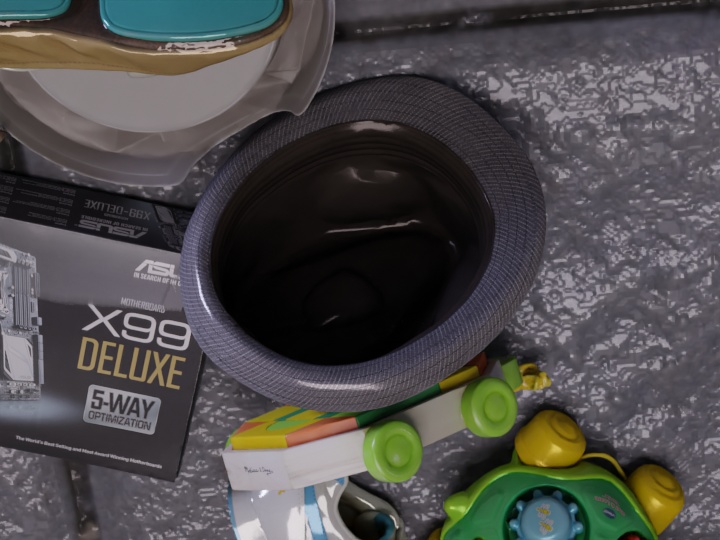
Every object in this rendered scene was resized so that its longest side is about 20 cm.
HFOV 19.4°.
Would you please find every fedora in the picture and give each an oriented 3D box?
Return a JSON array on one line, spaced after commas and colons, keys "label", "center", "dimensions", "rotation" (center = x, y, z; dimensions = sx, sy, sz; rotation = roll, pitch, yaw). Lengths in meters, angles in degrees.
[{"label": "fedora", "center": [0.000, 0.000, 1.138], "dimensions": [0.177, 0.200, 0.090], "rotation": [42, 161, 18]}]

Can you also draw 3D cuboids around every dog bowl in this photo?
[{"label": "dog bowl", "center": [-0.111, -0.144, 1.090], "dimensions": [0.199, 0.059, 0.201], "rotation": [0, 123, 0]}]

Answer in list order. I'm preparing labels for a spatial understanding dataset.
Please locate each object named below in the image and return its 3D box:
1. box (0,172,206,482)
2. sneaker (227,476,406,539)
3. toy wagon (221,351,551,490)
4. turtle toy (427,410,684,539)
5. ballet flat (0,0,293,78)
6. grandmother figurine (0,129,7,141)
[{"label": "box", "center": [-0.185, 0.028, 1.202], "dimensions": [0.199, 0.050, 0.158], "rotation": [12, 122, -6]}, {"label": "sneaker", "center": [-0.002, 0.193, 1.288], "dimensions": [0.080, 0.077, 0.200], "rotation": [-24, 120, 14]}, {"label": "toy wagon", "center": [0.020, 0.079, 1.182], "dimensions": [0.199, 0.155, 0.040], "rotation": [-21, 98, -34]}, {"label": "turtle toy", "center": [0.133, 0.186, 1.265], "dimensions": [0.199, 0.101, 0.146], "rotation": [29, 118, -16]}, {"label": "ballet flat", "center": [-0.132, -0.125, 1.042], "dimensions": [0.199, 0.069, 0.063], "rotation": [5, 150, 1]}, {"label": "grandmother figurine", "center": [-0.282, -0.112, 1.102], "dimensions": [0.200, 0.061, 0.121], "rotation": [40, 144, -10]}]
